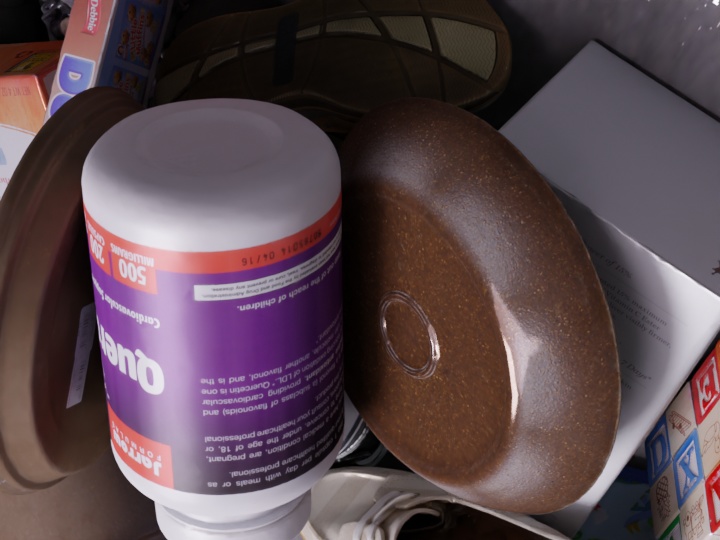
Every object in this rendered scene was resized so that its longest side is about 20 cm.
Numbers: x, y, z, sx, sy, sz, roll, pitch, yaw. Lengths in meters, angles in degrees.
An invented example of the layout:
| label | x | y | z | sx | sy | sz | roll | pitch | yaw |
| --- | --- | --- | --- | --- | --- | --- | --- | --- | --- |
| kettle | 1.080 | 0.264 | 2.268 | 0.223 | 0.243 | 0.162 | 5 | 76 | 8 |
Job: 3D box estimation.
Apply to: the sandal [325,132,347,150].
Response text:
| label | x | y | z | sx | sy | sz | roll | pitch | yaw |
| --- | --- | --- | --- | --- | --- | --- | --- | --- | --- |
| sandal | 0.001 | 0.001 | 0.847 | 0.080 | 0.057 | 0.202 | -17 | 110 | 47 |

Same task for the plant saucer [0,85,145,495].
| label | x | y | z | sx | sy | sz | roll | pitch | yaw |
| --- | --- | --- | --- | --- | --- | --- | --- | --- | --- |
| plant saucer | -0.130 | 0.013 | 0.744 | 0.029 | 0.201 | 0.201 | 14 | 133 | 12 |

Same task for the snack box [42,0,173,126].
| label | x | y | z | sx | sy | sz | roll | pitch | yaw |
| --- | --- | --- | --- | --- | --- | --- | --- | --- | --- |
| snack box | -0.137 | -0.054 | 0.771 | 0.024 | 0.072 | 0.201 | 15 | 93 | 14 |

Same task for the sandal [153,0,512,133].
| label | x | y | z | sx | sy | sz | roll | pitch | yaw |
| --- | --- | --- | --- | --- | --- | --- | --- | --- | --- |
| sandal | -0.012 | -0.097 | 0.766 | 0.199 | 0.081 | 0.054 | -5 | 156 | 30 |

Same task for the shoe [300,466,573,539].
| label | x | y | z | sx | sy | sz | roll | pitch | yaw |
| --- | --- | --- | --- | --- | --- | --- | --- | --- | --- |
| shoe | 0.049 | 0.135 | 0.768 | 0.199 | 0.070 | 0.054 | 16 | 149 | 30 |

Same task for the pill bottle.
| label | x | y | z | sx | sy | sz | roll | pitch | yaw |
| --- | --- | --- | --- | --- | --- | --- | --- | --- | --- |
| pill bottle | -0.063 | 0.031 | 0.705 | 0.112 | 0.112 | 0.201 | 18 | 125 | 28 |

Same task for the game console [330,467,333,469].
| label | x | y | z | sx | sy | sz | roll | pitch | yaw |
| --- | --- | --- | --- | --- | --- | --- | --- | --- | --- |
| game console | -0.014 | 0.135 | 0.922 | 0.199 | 0.031 | 0.177 | 26 | 177 | 20 |

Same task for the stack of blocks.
| label | x | y | z | sx | sy | sz | roll | pitch | yaw |
| --- | --- | --- | --- | --- | --- | --- | --- | --- | --- |
| stack of blocks | 0.197 | 0.076 | 0.689 | 0.058 | 0.116 | 0.201 | 10 | 140 | -11 |

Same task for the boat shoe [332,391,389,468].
| label | x | y | z | sx | sy | sz | roll | pitch | yaw |
| --- | --- | --- | --- | --- | --- | --- | --- | --- | --- |
| boat shoe | -0.008 | 0.077 | 0.872 | 0.071 | 0.072 | 0.200 | 35 | 180 | -7 |

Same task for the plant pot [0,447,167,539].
| label | x | y | z | sx | sy | sz | roll | pitch | yaw |
| --- | --- | --- | --- | --- | --- | --- | --- | --- | --- |
| plant pot | -0.201 | 0.145 | 1.061 | 0.200 | 0.200 | 0.176 | -16 | 95 | 47 |

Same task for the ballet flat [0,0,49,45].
| label | x | y | z | sx | sy | sz | roll | pitch | yaw |
| --- | --- | --- | --- | --- | --- | --- | --- | --- | --- |
| ballet flat | -0.235 | -0.203 | 0.873 | 0.068 | 0.068 | 0.200 | -30 | 102 | 41 |

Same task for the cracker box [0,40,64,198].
| label | x | y | z | sx | sy | sz | roll | pitch | yaw |
| --- | --- | --- | --- | --- | --- | --- | --- | --- | --- |
| cracker box | -0.183 | -0.025 | 0.873 | 0.133 | 0.058 | 0.201 | 2 | 119 | 34 |

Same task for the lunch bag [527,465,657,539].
| label | x | y | z | sx | sy | sz | roll | pitch | yaw |
| --- | --- | --- | --- | --- | --- | --- | --- | --- | --- |
| lunch bag | 0.133 | 0.232 | 0.844 | 0.127 | 0.170 | 0.201 | 14 | 131 | 35 |

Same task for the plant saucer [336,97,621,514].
| label | x | y | z | sx | sy | sz | roll | pitch | yaw |
| --- | --- | --- | --- | --- | --- | --- | --- | --- | --- |
| plant saucer | 0.033 | 0.024 | 0.698 | 0.200 | 0.037 | 0.202 | 35 | 136 | 42 |

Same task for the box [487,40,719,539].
| label | x | y | z | sx | sy | sz | roll | pitch | yaw |
| --- | --- | --- | --- | --- | --- | --- | --- | --- | --- |
| box | 0.105 | 0.015 | 0.740 | 0.124 | 0.097 | 0.201 | 35 | 140 | 12 |

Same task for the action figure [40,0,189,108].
| label | x | y | z | sx | sy | sz | roll | pitch | yaw |
| --- | --- | --- | --- | --- | --- | --- | --- | --- | --- |
| action figure | -0.137 | -0.097 | 0.880 | 0.130 | 0.069 | 0.200 | 45 | 137 | 11 |
